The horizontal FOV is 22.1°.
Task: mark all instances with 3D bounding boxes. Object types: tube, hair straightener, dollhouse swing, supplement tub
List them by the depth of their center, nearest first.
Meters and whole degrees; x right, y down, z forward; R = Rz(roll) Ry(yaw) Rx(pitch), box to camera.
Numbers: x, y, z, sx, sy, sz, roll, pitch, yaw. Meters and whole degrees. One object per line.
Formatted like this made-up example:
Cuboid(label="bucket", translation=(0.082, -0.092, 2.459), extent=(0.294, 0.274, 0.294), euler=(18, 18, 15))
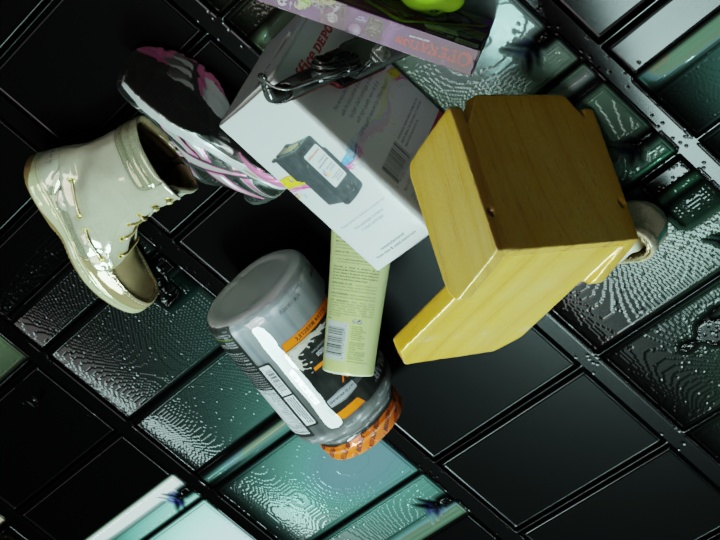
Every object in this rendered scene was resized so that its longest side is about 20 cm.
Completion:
Cuboid(label="hair straightener", translation=(-0.015, -0.181, 1.564), extent=(0.077, 0.200, 0.041), euler=(-25, 88, 39))
Cuboid(label="dollhouse swing", translation=(0.109, -0.036, 1.630), extent=(0.176, 0.199, 0.183), euler=(-29, 74, 42))
Cuboid(label="tube", translation=(0.000, 0.000, 1.773), extent=(0.058, 0.052, 0.201), euler=(3, 95, -28))
Cuboid(label="supplement tub", translation=(-0.051, 0.087, 1.856), extent=(0.122, 0.123, 0.200), euler=(-23, 117, 32))

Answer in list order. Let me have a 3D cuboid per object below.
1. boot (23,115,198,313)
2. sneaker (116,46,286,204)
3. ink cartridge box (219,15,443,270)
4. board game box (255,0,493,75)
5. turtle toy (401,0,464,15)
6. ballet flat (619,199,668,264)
Cuboid(label="boot", translation=(-0.223, -0.053, 1.840), extent=(0.154, 0.072, 0.200), euler=(-18, 119, 27))
Cuboid(label="sneaker", translation=(-0.152, -0.125, 1.755), extent=(0.200, 0.080, 0.086), euler=(38, 140, -5))
Cuboid(label="ink cartridge box", translation=(-0.011, -0.124, 1.658), extent=(0.200, 0.146, 0.083), euler=(42, 130, -15))
Cuboid(label="board game box", translation=(0.012, -0.224, 1.587), extent=(0.199, 0.120, 0.032), euler=(20, 116, 3))
Cuboid(label="turtle toy", translation=(0.010, -0.290, 1.545), extent=(0.199, 0.101, 0.146), euler=(30, 131, -17))
Cuboid(label="ballet flat", translation=(0.188, -0.024, 1.723), extent=(0.199, 0.062, 0.068), euler=(-13, 122, 28))
